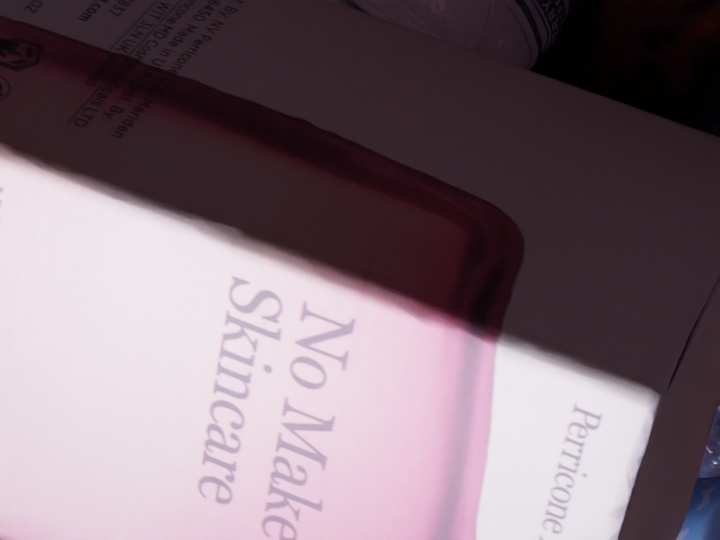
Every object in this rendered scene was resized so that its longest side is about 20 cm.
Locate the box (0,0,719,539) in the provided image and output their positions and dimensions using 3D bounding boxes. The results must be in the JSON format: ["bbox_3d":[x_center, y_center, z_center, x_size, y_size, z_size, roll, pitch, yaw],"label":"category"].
[{"bbox_3d":[-0.012,0.015,0.722,0.199,0.109,0.128,20,128,13],"label":"box"}]

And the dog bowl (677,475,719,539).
[{"bbox_3d":[0.164,0.141,0.898,0.200,0.112,0.050,41,144,-9],"label":"dog bowl"}]

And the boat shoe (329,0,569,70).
[{"bbox_3d":[-0.046,-0.081,0.794,0.201,0.086,0.075,27,156,24],"label":"boat shoe"}]
